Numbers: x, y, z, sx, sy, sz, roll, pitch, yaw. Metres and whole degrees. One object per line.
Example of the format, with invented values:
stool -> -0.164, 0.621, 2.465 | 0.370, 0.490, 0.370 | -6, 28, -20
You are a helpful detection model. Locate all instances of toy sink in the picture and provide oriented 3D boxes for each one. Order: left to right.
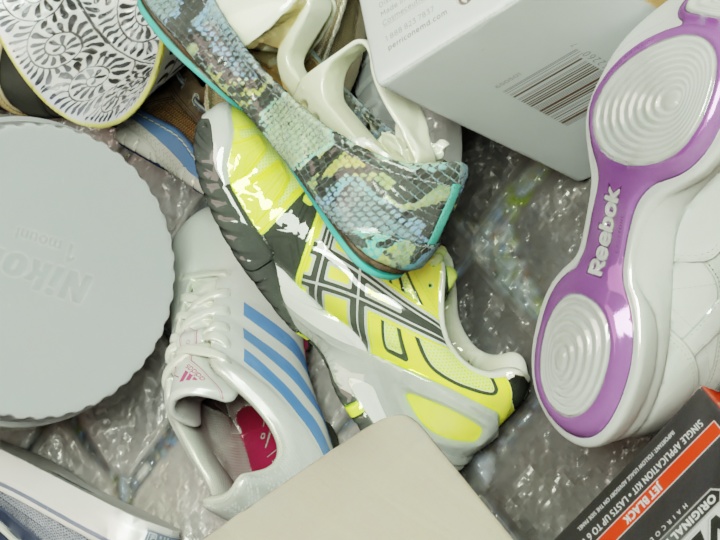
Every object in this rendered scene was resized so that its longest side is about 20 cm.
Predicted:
toy sink -> 0.028, 0.182, 0.695 | 0.130, 0.112, 0.200 | -33, 53, -11

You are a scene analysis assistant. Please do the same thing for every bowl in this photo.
bowl -> -0.124, -0.184, 0.921 | 0.201, 0.094, 0.201 | 29, 129, 43

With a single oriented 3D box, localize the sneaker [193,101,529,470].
sneaker -> 0.000, 0.000, 0.795 | 0.076, 0.075, 0.200 | -36, 96, 13

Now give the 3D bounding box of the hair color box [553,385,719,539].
hair color box -> 0.165, 0.150, 0.647 | 0.102, 0.061, 0.200 | -50, 51, 17

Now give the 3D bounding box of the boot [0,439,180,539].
boot -> -0.188, 0.149, 0.946 | 0.200, 0.073, 0.091 | 19, 83, 42

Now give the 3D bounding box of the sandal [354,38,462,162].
sandal -> 0.035, -0.107, 0.853 | 0.082, 0.050, 0.203 | -24, 56, 52

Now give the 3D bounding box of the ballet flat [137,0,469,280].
ballet flat -> -0.022, -0.084, 0.757 | 0.200, 0.074, 0.074 | 48, 109, 23

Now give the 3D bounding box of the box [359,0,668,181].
box -> 0.076, -0.165, 0.763 | 0.106, 0.152, 0.201 | -28, 60, 33

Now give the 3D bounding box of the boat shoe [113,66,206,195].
boat shoe -> -0.058, -0.069, 0.904 | 0.200, 0.072, 0.073 | 28, 94, 43

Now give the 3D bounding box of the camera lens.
camera lens -> -0.202, 0.001, 0.920 | 0.200, 0.160, 0.160 | -2, 74, 61

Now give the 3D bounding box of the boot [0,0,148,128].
boot -> -0.148, -0.181, 1.026 | 0.138, 0.077, 0.201 | 18, 102, 39

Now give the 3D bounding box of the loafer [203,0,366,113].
loafer -> -0.031, -0.147, 0.840 | 0.076, 0.067, 0.201 | 17, 85, 34

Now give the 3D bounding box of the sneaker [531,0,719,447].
sneaker -> 0.134, -0.025, 0.695 | 0.075, 0.099, 0.201 | 36, 114, 47

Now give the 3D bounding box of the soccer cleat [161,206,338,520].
soccer cleat -> -0.066, 0.041, 0.866 | 0.070, 0.086, 0.200 | -40, 54, 25
